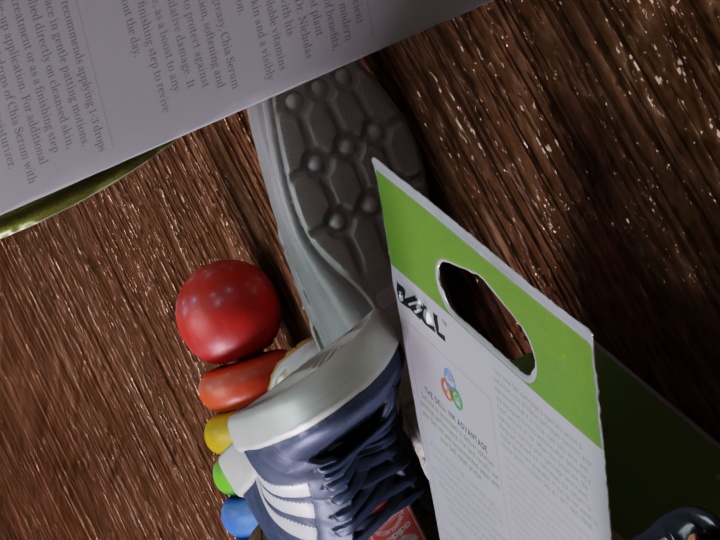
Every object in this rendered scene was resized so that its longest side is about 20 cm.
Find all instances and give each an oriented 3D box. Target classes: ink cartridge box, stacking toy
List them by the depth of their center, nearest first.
[{"bbox_3d":[0.081,0.063,0.816,0.148,0.075,0.201,43,149,53],"label":"ink cartridge box"},{"bbox_3d":[-0.045,0.092,1.234,0.085,0.085,0.201,175,77,-72],"label":"stacking toy"}]

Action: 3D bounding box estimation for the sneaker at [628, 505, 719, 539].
[{"bbox_3d":[0.123,0.130,0.678,0.199,0.078,0.112,0,124,43],"label":"sneaker"}]

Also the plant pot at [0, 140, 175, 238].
[{"bbox_3d":[-0.184,-0.139,1.091,0.194,0.200,0.200,64,165,-22],"label":"plant pot"}]

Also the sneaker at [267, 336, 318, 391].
[{"bbox_3d":[0.011,0.130,1.106,0.088,0.075,0.201,21,132,67],"label":"sneaker"}]

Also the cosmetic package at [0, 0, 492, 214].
[{"bbox_3d":[-0.059,-0.109,0.796,0.071,0.199,0.102,45,153,48],"label":"cosmetic package"}]

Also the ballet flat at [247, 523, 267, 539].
[{"bbox_3d":[0.041,0.162,1.044,0.200,0.072,0.068,39,-156,1],"label":"ballet flat"}]

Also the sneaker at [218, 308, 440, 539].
[{"bbox_3d":[-0.001,0.076,0.913,0.085,0.075,0.200,54,170,7],"label":"sneaker"}]

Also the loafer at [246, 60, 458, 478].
[{"bbox_3d":[0.000,0.000,0.983,0.070,0.070,0.201,-1,112,62],"label":"loafer"}]
